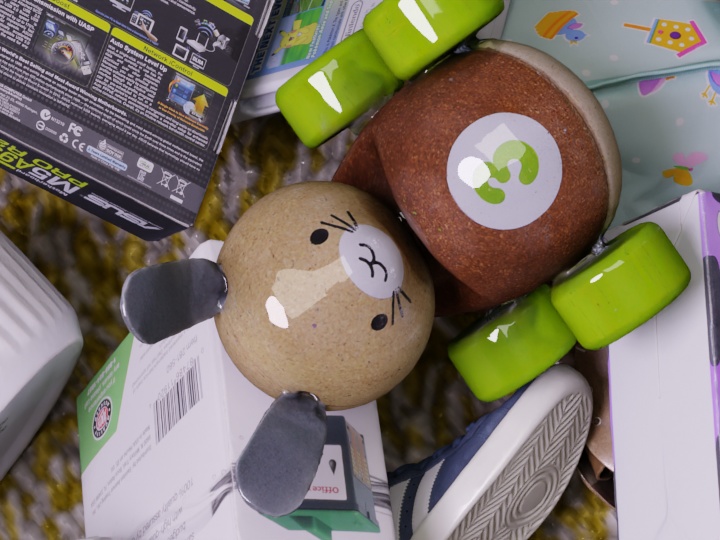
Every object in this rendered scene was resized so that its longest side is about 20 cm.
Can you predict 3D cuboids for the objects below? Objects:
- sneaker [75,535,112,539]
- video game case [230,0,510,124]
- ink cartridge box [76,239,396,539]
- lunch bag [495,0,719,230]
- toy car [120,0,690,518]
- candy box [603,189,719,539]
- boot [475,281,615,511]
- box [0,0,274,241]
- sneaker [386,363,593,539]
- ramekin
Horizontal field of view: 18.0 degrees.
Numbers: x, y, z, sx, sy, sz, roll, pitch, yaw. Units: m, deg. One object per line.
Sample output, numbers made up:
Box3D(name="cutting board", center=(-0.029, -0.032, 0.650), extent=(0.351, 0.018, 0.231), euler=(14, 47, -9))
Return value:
Box3D(name="sneaker", center=(-0.144, 0.169, 0.991), extent=(0.073, 0.200, 0.082), euler=(-13, 78, -24))
Box3D(name="video game case", center=(0.004, -0.160, 1.085), extent=(0.181, 0.022, 0.201), euler=(-11, 47, 34))
Box3D(name="ink cartridge box", center=(-0.055, 0.113, 0.988), extent=(0.084, 0.146, 0.201), euler=(10, 54, -28))
Box3D(name="lunch bag", center=(0.143, -0.098, 1.057), extent=(0.199, 0.123, 0.171), euler=(-13, 37, -6))
Box3D(name="toy car", center=(0.000, 0.000, 0.912), extent=(0.200, 0.158, 0.165), euler=(-37, 92, -35))
Box3D(name="candy box", center=(0.205, 0.068, 0.993), extent=(0.199, 0.071, 0.169), euler=(10, 69, -32))
Box3D(name="boot", center=(0.109, 0.052, 1.054), extent=(0.200, 0.074, 0.076), euler=(36, 65, 12))
Box3D(name="box", center=(-0.139, -0.127, 0.997), extent=(0.199, 0.044, 0.161), euler=(27, 68, -24))
Box3D(name="sneaker", center=(0.021, 0.110, 1.031), extent=(0.084, 0.075, 0.200), euler=(42, 97, 33))
Box3D(name="ramekin", center=(-0.208, 0.065, 1.024), extent=(0.094, 0.202, 0.203), euler=(36, 78, 3))
